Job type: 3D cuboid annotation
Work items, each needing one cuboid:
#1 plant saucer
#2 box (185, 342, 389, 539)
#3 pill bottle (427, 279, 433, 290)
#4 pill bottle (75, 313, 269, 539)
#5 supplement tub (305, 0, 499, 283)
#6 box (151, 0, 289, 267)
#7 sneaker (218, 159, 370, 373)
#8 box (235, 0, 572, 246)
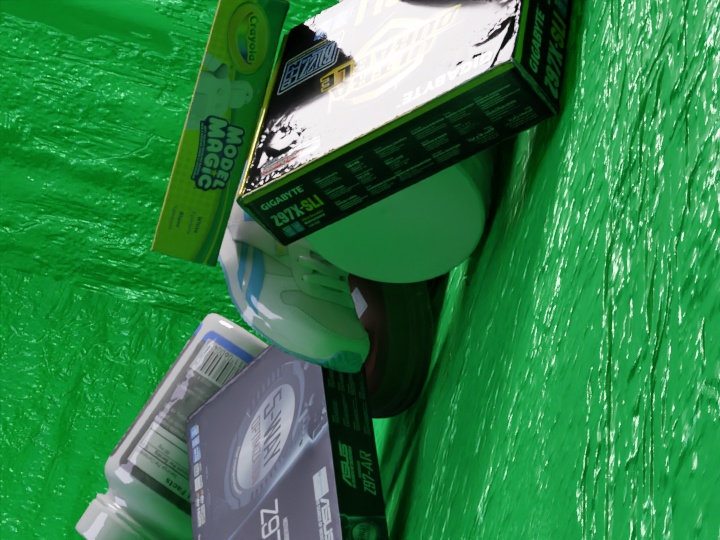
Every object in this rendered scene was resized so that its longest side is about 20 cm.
[{"bbox_3d":[-0.017,0.014,1.352,0.200,0.029,0.201,30,129,47],"label":"plant saucer"},{"bbox_3d":[-0.054,0.152,1.284,0.160,0.043,0.201,-40,42,35],"label":"box"},{"bbox_3d":[0.000,0.000,1.461,0.200,0.113,0.114,108,176,-48],"label":"pill bottle"},{"bbox_3d":[-0.128,0.145,1.453,0.200,0.114,0.114,-56,1,-7],"label":"pill bottle"},{"bbox_3d":[0.031,-0.105,1.246,0.201,0.131,0.132,-77,4,-47],"label":"supplement tub"},{"bbox_3d":[-0.086,-0.108,1.210,0.117,0.048,0.201,-117,41,-84],"label":"box"},{"bbox_3d":[-0.044,-0.010,1.255,0.081,0.076,0.200,-54,43,21],"label":"sneaker"},{"bbox_3d":[0.029,-0.117,1.083,0.199,0.049,0.160,-24,34,32],"label":"box"}]
